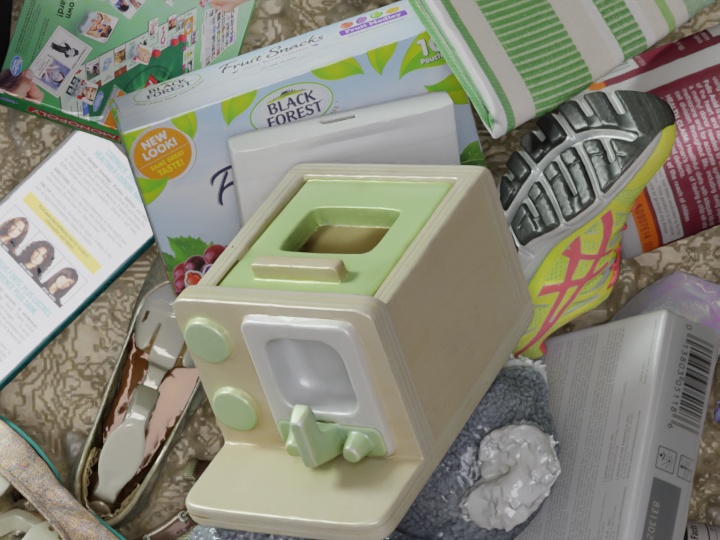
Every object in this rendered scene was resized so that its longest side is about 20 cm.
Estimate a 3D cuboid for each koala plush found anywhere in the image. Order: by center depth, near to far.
[{"bbox_3d":[0.036,0.136,1.553,0.200,0.177,0.184,-44,97,10],"label":"koala plush"}]

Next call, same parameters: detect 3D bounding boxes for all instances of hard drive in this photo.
[{"bbox_3d":[0.000,0.000,1.619,0.132,0.027,0.200,-13,120,-9],"label":"hard drive"}]

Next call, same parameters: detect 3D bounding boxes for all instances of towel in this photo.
[{"bbox_3d":[0.108,-0.181,1.609,0.200,0.023,0.153,-35,94,-35],"label":"towel"}]

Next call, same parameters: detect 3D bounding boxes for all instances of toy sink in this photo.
[{"bbox_3d":[-0.014,0.036,1.483,0.130,0.200,0.112,3,128,33],"label":"toy sink"}]

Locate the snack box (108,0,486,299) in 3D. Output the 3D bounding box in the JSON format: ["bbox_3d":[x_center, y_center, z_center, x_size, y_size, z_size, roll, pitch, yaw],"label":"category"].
[{"bbox_3d":[-0.031,-0.064,1.622,0.199,0.053,0.143,-20,120,-4],"label":"snack box"}]

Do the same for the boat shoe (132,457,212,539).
[{"bbox_3d":[-0.081,0.142,1.685,0.202,0.075,0.075,-39,79,-3],"label":"boat shoe"}]

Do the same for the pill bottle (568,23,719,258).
[{"bbox_3d":[0.229,-0.093,1.652,0.200,0.114,0.114,-21,92,2],"label":"pill bottle"}]

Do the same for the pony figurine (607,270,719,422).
[{"bbox_3d":[0.250,0.050,1.638,0.166,0.200,0.193,34,108,-8],"label":"pony figurine"}]

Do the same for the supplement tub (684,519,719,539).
[{"bbox_3d":[0.215,0.224,1.651,0.199,0.140,0.141,11,92,0],"label":"supplement tub"}]

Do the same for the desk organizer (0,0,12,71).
[{"bbox_3d":[-0.259,-0.152,1.609,0.077,0.200,0.072,5,93,2],"label":"desk organizer"}]

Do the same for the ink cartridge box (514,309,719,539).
[{"bbox_3d":[0.121,0.118,1.616,0.050,0.200,0.163,23,68,-26],"label":"ink cartridge box"}]

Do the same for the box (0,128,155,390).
[{"bbox_3d":[-0.191,-0.013,1.688,0.200,0.049,0.082,-43,90,2],"label":"box"}]

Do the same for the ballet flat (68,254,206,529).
[{"bbox_3d":[-0.123,0.070,1.685,0.067,0.062,0.200,21,92,-1],"label":"ballet flat"}]

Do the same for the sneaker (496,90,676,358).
[{"bbox_3d":[0.122,-0.023,1.588,0.090,0.078,0.200,20,125,-34],"label":"sneaker"}]

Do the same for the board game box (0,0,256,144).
[{"bbox_3d":[-0.129,-0.176,1.661,0.134,0.029,0.201,19,77,-8],"label":"board game box"}]

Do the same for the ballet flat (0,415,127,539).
[{"bbox_3d":[-0.196,0.154,1.644,0.067,0.068,0.200,-30,51,-32],"label":"ballet flat"}]

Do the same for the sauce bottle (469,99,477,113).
[{"bbox_3d":[0.080,-0.134,1.677,0.200,0.065,0.065,-21,92,-1],"label":"sauce bottle"}]
